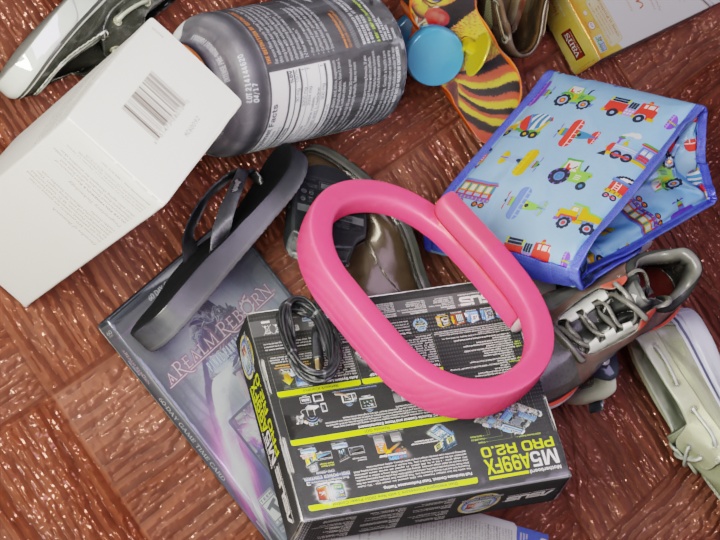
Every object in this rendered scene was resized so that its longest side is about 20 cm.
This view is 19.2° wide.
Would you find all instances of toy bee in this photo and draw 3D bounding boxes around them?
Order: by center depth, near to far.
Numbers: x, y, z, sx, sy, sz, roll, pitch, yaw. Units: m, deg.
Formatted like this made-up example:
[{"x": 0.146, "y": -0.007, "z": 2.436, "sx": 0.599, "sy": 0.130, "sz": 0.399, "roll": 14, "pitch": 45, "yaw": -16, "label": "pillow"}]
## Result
[{"x": 0.070, "y": -0.196, "z": 1.664, "sx": 0.200, "sy": 0.109, "sz": 0.131, "roll": 38, "pitch": 10, "yaw": -44, "label": "toy bee"}]

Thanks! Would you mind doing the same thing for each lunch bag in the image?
[{"x": 0.152, "y": -0.057, "z": 1.629, "sx": 0.200, "sy": 0.150, "sz": 0.094, "roll": -39, "pitch": 131, "yaw": -34, "label": "lunch bag"}]

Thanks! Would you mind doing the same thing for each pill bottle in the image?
[{"x": -0.070, "y": -0.142, "z": 1.551, "sx": 0.200, "sy": 0.106, "sz": 0.106, "roll": -15, "pitch": 80, "yaw": -40, "label": "pill bottle"}]

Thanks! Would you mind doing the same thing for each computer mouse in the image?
[{"x": -0.031, "y": 0.004, "z": 1.486, "sx": 0.059, "sy": 0.034, "sz": 0.200, "roll": 16, "pitch": 46, "yaw": -11, "label": "computer mouse"}]

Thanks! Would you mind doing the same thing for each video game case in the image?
[{"x": -0.077, "y": 0.077, "z": 1.509, "sx": 0.200, "sy": 0.019, "sz": 0.143, "roll": 53, "pitch": 49, "yaw": -7, "label": "video game case"}]

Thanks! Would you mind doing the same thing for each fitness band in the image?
[{"x": 0.044, "y": 0.015, "z": 1.468, "sx": 0.144, "sy": 0.037, "sz": 0.200, "roll": -27, "pitch": 67, "yaw": -38, "label": "fitness band"}]

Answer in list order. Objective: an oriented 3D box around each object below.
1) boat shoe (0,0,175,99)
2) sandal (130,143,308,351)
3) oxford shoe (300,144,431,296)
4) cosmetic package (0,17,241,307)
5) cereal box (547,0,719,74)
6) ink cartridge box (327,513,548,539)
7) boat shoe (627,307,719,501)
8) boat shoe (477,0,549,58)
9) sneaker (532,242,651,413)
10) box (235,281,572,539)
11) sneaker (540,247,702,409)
[{"x": -0.181, "y": -0.173, "z": 1.507, "sx": 0.064, "sy": 0.071, "sz": 0.200, "roll": 46, "pitch": 49, "yaw": -10, "label": "boat shoe"}, {"x": -0.098, "y": -0.028, "z": 1.478, "sx": 0.043, "sy": 0.076, "sz": 0.200, "roll": 44, "pitch": 51, "yaw": -10, "label": "sandal"}, {"x": 0.000, "y": 0.000, "z": 1.566, "sx": 0.084, "sy": 0.073, "sz": 0.200, "roll": -29, "pitch": 86, "yaw": -32, "label": "oxford shoe"}, {"x": -0.177, "y": -0.067, "z": 1.377, "sx": 0.085, "sy": 0.200, "sz": 0.108, "roll": 42, "pitch": 54, "yaw": -12, "label": "cosmetic package"}, {"x": 0.224, "y": -0.268, "z": 1.869, "sx": 0.200, "sy": 0.040, "sz": 0.144, "roll": -29, "pitch": 89, "yaw": -41, "label": "cereal box"}, {"x": 0.049, "y": 0.225, "z": 1.515, "sx": 0.200, "sy": 0.042, "sz": 0.120, "roll": 18, "pitch": 63, "yaw": -33, "label": "ink cartridge box"}, {"x": 0.277, "y": 0.129, "z": 1.728, "sx": 0.062, "sy": 0.072, "sz": 0.200, "roll": -22, "pitch": 80, "yaw": -16, "label": "boat shoe"}, {"x": 0.131, "y": -0.265, "z": 1.700, "sx": 0.075, "sy": 0.075, "sz": 0.203, "roll": -15, "pitch": 123, "yaw": -26, "label": "boat shoe"}, {"x": 0.175, "y": 0.042, "z": 1.672, "sx": 0.199, "sy": 0.079, "sz": 0.130, "roll": -26, "pitch": 88, "yaw": -41, "label": "sneaker"}, {"x": 0.028, "y": 0.095, "z": 1.481, "sx": 0.200, "sy": 0.044, "sz": 0.160, "roll": -8, "pitch": 64, "yaw": -19, "label": "box"}, {"x": 0.174, "y": 0.032, "z": 1.579, "sx": 0.200, "sy": 0.082, "sz": 0.077, "roll": -34, "pitch": 85, "yaw": -30, "label": "sneaker"}]
